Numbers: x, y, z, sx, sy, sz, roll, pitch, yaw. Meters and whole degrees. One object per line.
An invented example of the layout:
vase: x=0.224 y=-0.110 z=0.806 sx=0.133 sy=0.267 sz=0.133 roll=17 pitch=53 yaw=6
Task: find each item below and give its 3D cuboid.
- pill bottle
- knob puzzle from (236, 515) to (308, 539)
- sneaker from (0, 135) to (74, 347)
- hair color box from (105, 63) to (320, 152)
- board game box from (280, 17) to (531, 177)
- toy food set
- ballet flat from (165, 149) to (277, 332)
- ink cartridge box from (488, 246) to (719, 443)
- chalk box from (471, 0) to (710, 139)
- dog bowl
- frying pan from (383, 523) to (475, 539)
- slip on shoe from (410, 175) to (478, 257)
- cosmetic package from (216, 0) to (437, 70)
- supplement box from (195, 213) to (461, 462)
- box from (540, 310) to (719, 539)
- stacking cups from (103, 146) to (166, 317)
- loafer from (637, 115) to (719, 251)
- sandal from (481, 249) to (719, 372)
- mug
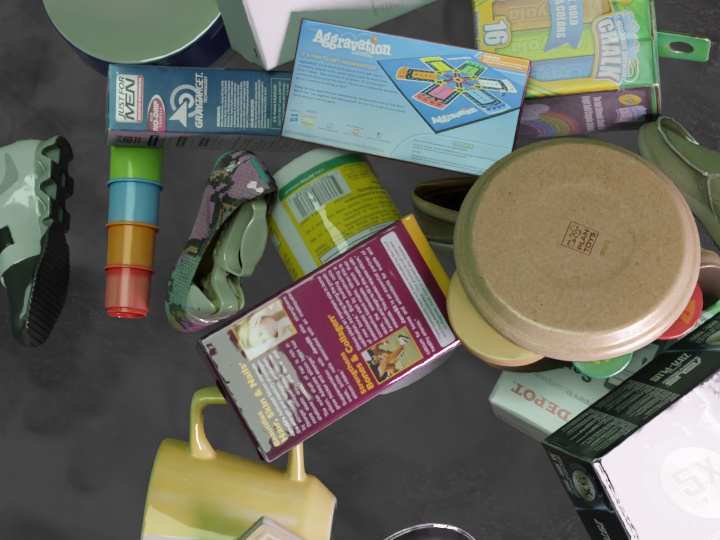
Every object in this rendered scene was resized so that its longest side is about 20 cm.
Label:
pill bottle: x=0.000 y=0.000 z=1.492 sx=0.112 sy=0.113 sz=0.201 roll=-31 pitch=73 yaw=2
knob puzzle: x=-0.056 y=0.308 z=1.413 sx=0.218 sy=0.221 sz=0.031 roll=-14 pitch=33 yaw=7
sneaker: x=-0.315 y=-0.024 z=1.580 sx=0.088 sy=0.074 sz=0.202 roll=-3 pitch=67 yaw=10
hair color box: x=-0.125 y=-0.142 z=1.520 sx=0.198 sy=0.100 sz=0.061 roll=1 pitch=86 yaw=-10
board game box: x=0.037 y=-0.143 z=1.444 sx=0.198 sy=0.019 sz=0.104 roll=12 pitch=96 yaw=13
toy food set: x=0.169 y=-0.013 z=1.340 sx=0.196 sy=0.049 sz=0.202 roll=7 pitch=63 yaw=5
ballet flat: x=-0.118 y=-0.009 z=1.488 sx=0.071 sy=0.069 sz=0.201 roll=51 pitch=132 yaw=36
ink cartridge box: x=0.217 y=0.064 z=1.452 sx=0.145 sy=0.084 sz=0.201 roll=27 pitch=84 yaw=14
chalk box: x=0.200 y=-0.194 z=1.493 sx=0.198 sy=0.124 sz=0.125 roll=-5 pitch=77 yaw=8
dog bowl: x=-0.195 y=-0.273 z=1.607 sx=0.198 sy=0.079 sz=0.202 roll=-2 pitch=77 yaw=10
frying pan: x=0.015 y=0.266 z=1.424 sx=0.188 sy=0.116 sz=0.031 roll=-8 pitch=31 yaw=-13
slip on shoe: x=0.123 y=-0.052 z=1.455 sx=0.199 sy=0.061 sz=0.076 roll=3 pitch=45 yaw=50
cosmetic package: x=-0.020 y=-0.253 z=1.523 sx=0.199 sy=0.101 sz=0.072 roll=-25 pitch=115 yaw=-14
supplement box: x=-0.020 y=0.055 z=1.376 sx=0.199 sy=0.086 sz=0.111 roll=-31 pitch=88 yaw=-9
box: x=0.270 y=0.153 z=1.359 sx=0.199 sy=0.086 sz=0.165 roll=-33 pitch=107 yaw=-16
stacking cups: x=-0.207 y=-0.060 z=1.569 sx=0.060 sy=0.061 sz=0.202 roll=0 pitch=77 yaw=10
loafer: x=0.307 y=-0.070 z=1.444 sx=0.068 sy=0.075 sz=0.200 roll=-53 pitch=49 yaw=22
sandal: x=0.188 y=0.018 z=1.401 sx=0.210 sy=0.078 sz=0.070 roll=-17 pitch=43 yaw=-2
mug: x=-0.098 y=0.211 z=1.438 sx=0.151 sy=0.188 sz=0.150 roll=6 pitch=46 yaw=3
